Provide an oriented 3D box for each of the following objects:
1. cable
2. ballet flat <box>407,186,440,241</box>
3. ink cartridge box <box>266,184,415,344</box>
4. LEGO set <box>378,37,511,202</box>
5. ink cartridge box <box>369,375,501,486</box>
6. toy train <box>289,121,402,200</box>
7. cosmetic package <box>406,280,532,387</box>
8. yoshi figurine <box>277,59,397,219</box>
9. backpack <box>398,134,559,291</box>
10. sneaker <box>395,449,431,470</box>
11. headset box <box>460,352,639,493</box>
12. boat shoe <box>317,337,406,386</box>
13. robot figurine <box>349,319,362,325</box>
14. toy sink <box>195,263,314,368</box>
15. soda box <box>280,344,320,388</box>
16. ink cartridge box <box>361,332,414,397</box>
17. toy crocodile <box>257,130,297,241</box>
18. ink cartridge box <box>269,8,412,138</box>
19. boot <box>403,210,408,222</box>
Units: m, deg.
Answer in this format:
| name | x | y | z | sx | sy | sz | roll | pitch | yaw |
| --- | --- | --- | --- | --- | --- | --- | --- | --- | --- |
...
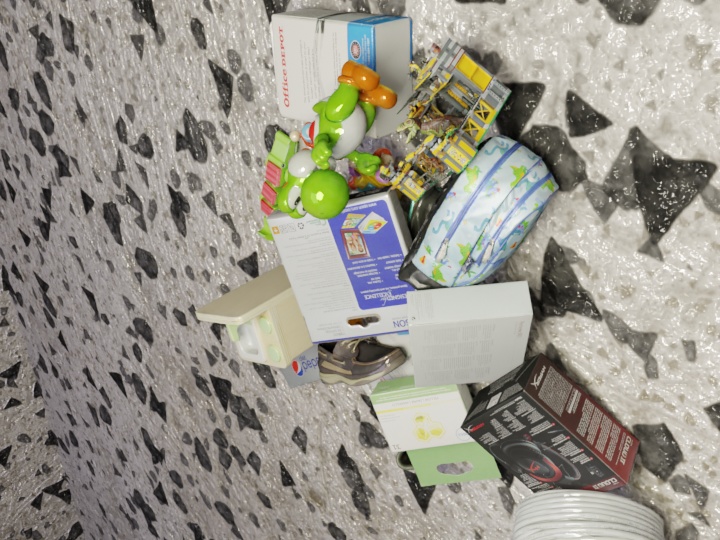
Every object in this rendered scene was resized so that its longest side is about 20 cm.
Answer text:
| name | x | y | z | sx | sy | sz | roll | pitch | yaw |
| --- | --- | --- | --- | --- | --- | --- | --- | --- | --- |
| cable | 0.302 | 0.354 | 0.977 | 0.196 | 0.070 | 0.201 | 15 | 144 | -3 |
| ballet flat | 0.082 | -0.023 | 1.055 | 0.067 | 0.068 | 0.203 | 19 | 117 | 3 |
| ink cartridge box | -0.013 | -0.004 | 1.035 | 0.194 | 0.047 | 0.203 | -9 | 114 | 26 |
| LEGO set | 0.078 | -0.183 | 0.892 | 0.115 | 0.155 | 0.200 | 36 | 170 | -9 |
| ink cartridge box | 0.115 | 0.253 | 1.118 | 0.143 | 0.048 | 0.203 | -14 | 107 | 27 |
| toy train | -0.007 | -0.155 | 1.036 | 0.148 | 0.056 | 0.200 | 25 | 173 | 18 |
| cosmetic package | 0.139 | 0.088 | 0.959 | 0.201 | 0.148 | 0.053 | 79 | -171 | -59 |
| yoshi figurine | -0.023 | -0.143 | 0.902 | 0.111 | 0.202 | 0.112 | 31 | -176 | -13 |
| backpack | 0.151 | -0.069 | 0.914 | 0.152 | 0.162 | 0.203 | 28 | 120 | 25 |
| sneaker | 0.125 | 0.277 | 1.188 | 0.074 | 0.079 | 0.200 | 54 | 139 | 11 |
| headset box | 0.256 | 0.225 | 0.983 | 0.199 | 0.075 | 0.149 | 41 | 140 | -2 |
| boat shoe | -0.011 | 0.134 | 1.154 | 0.198 | 0.074 | 0.074 | -15 | 99 | 49 |
| robot figurine | -0.063 | 0.007 | 1.257 | 0.144 | 0.058 | 0.203 | 2 | 113 | 46 |
| toy sink | -0.140 | 0.079 | 1.181 | 0.129 | 0.199 | 0.114 | 1 | 114 | 45 |
| soda box | -0.075 | 0.159 | 1.355 | 0.199 | 0.063 | 0.069 | -26 | 93 | 52 |
| ink cartridge box | 0.069 | 0.136 | 1.178 | 0.116 | 0.066 | 0.201 | 50 | 139 | 15 |
| toy crocodile | -0.142 | -0.142 | 1.258 | 0.067 | 0.061 | 0.202 | 39 | 135 | 25 |
| ink cartridge box | -0.027 | -0.281 | 1.032 | 0.198 | 0.084 | 0.149 | 22 | 126 | 39 |
| boot | 0.000 | 0.000 | 1.117 | 0.072 | 0.143 | 0.202 | 45 | 137 | 21 |
